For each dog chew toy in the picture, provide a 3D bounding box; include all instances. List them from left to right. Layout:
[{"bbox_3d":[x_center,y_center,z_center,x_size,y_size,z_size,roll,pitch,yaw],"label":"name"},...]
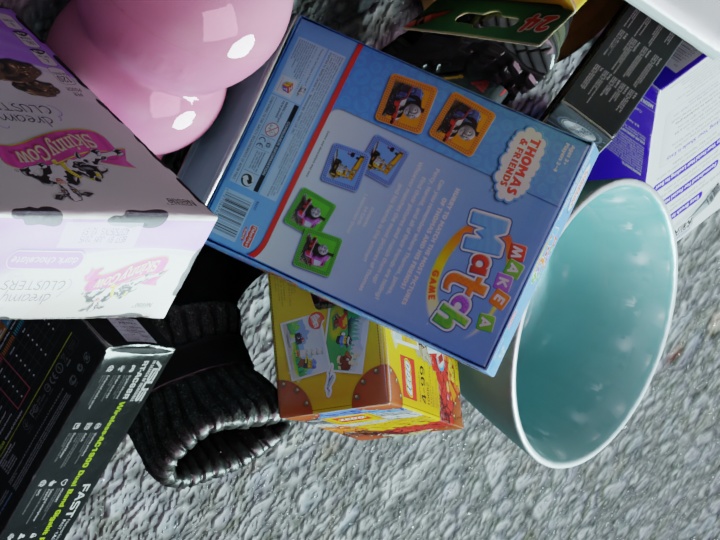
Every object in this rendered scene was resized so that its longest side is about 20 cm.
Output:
[{"bbox_3d":[-0.122,-0.123,1.490,0.124,0.125,0.200,-7,140,-47],"label":"dog chew toy"}]

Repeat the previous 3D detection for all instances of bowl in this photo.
[{"bbox_3d":[0.119,0.024,1.793,0.201,0.105,0.202,-28,126,-47],"label":"bowl"}]

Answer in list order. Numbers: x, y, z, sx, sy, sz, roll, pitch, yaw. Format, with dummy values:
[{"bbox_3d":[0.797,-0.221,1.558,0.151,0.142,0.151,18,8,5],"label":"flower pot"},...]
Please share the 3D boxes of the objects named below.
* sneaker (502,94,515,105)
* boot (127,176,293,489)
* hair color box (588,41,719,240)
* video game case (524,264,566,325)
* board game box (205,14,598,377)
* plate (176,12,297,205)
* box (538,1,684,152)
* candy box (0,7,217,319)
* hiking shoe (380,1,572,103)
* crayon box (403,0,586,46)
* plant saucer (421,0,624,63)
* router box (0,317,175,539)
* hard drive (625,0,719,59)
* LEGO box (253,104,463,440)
[{"bbox_3d":[0.057,-0.095,1.802,0.072,0.072,0.201,-7,118,-42],"label":"sneaker"},{"bbox_3d":[-0.083,0.037,1.683,0.211,0.158,0.080,-34,148,-19],"label":"boot"},{"bbox_3d":[0.228,-0.105,1.984,0.109,0.065,0.200,-36,146,-29],"label":"hair color box"},{"bbox_3d":[0.107,0.015,1.941,0.200,0.018,0.143,-45,-166,-1],"label":"video game case"},{"bbox_3d":[0.021,-0.046,1.589,0.152,0.199,0.037,-64,165,-4],"label":"board game box"},{"bbox_3d":[-0.091,-0.070,1.591,0.201,0.026,0.200,-63,-175,10],"label":"plate"},{"bbox_3d":[0.188,-0.156,1.792,0.200,0.043,0.160,-54,180,-16],"label":"box"},{"bbox_3d":[-0.200,-0.060,1.380,0.167,0.200,0.072,0,127,-52],"label":"candy box"},{"bbox_3d":[0.080,-0.148,1.635,0.101,0.076,0.200,-56,-162,-24],"label":"hiking shoe"},{"bbox_3d":[0.116,-0.215,1.541,0.200,0.127,0.051,-47,123,-23],"label":"crayon box"},{"bbox_3d":[0.124,-0.215,1.717,0.200,0.037,0.201,-24,130,-32],"label":"plant saucer"},{"bbox_3d":[-0.216,0.077,1.575,0.062,0.150,0.200,3,125,-52],"label":"router box"},{"bbox_3d":[0.184,-0.239,1.676,0.200,0.026,0.132,29,79,-28],"label":"hard drive"},{"bbox_3d":[0.000,0.000,1.684,0.077,0.201,0.149,-9,168,19],"label":"LEGO box"}]
